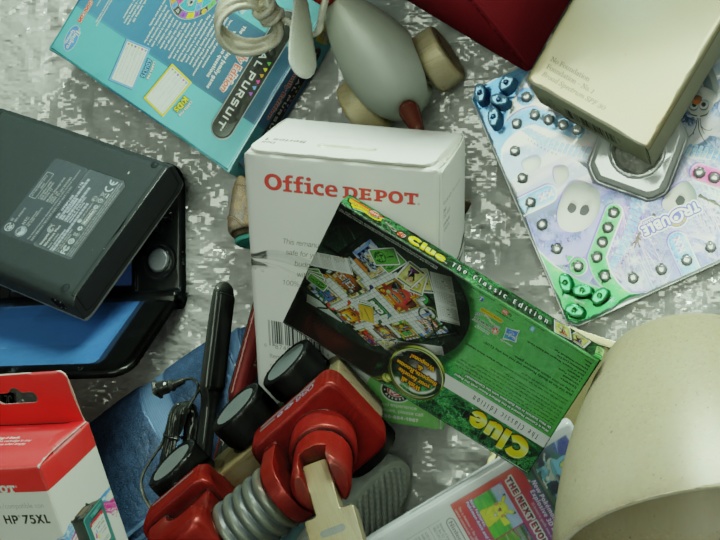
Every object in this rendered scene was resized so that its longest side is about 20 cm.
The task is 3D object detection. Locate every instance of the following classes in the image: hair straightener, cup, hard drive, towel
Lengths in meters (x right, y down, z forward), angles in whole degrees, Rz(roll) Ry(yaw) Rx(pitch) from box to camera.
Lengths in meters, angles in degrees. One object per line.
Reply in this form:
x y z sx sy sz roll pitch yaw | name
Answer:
-0.122 0.106 0.971 0.076 0.041 0.203 13 92 16 | hair straightener
0.217 0.115 0.823 0.197 0.201 0.145 -9 55 15 | cup
-0.259 -0.052 1.030 0.198 0.033 0.141 19 63 28 | hard drive
-0.148 0.138 1.014 0.199 0.048 0.113 -34 75 10 | towel

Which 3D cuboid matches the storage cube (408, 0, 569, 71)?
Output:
0.076 -0.282 0.916 0.199 0.179 0.172 35 94 27 | storage cube

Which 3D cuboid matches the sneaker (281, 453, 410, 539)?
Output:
-0.050 0.204 0.968 0.200 0.074 0.082 -47 51 -5 | sneaker

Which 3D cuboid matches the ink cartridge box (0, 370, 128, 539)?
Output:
-0.247 0.181 0.955 0.114 0.067 0.203 -6 111 26 | ink cartridge box

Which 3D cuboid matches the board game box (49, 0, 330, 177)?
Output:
-0.135 -0.191 1.048 0.199 0.047 0.152 34 94 17 | board game box

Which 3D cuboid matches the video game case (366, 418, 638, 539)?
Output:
0.118 0.236 0.899 0.181 0.023 0.202 -30 91 1 | video game case

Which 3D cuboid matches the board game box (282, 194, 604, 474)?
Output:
0.053 0.044 0.860 0.198 0.023 0.106 32 116 5 | board game box

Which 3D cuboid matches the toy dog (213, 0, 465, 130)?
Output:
-0.003 -0.166 0.939 0.133 0.198 0.097 -53 30 24 | toy dog

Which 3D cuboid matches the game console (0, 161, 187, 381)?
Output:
-0.250 -0.001 1.024 0.197 0.116 0.179 -3 84 15 | game console

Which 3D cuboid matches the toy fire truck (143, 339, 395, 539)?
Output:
-0.053 0.169 0.841 0.176 0.200 0.129 -40 103 12 | toy fire truck

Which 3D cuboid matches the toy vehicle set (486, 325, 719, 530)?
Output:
0.199 0.123 0.924 0.197 0.026 0.126 19 89 17 | toy vehicle set

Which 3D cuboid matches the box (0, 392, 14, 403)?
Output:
-0.355 0.202 1.015 0.122 0.148 0.204 -8 81 14 | box

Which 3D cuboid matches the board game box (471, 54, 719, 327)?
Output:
0.205 -0.090 0.948 0.198 0.026 0.203 -25 77 12 | board game box

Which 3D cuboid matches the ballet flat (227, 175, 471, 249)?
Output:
-0.013 -0.063 0.990 0.197 0.068 0.068 -6 75 14 | ballet flat

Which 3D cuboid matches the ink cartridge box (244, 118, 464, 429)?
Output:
0.000 0.000 0.923 0.144 0.084 0.203 7 115 16 | ink cartridge box

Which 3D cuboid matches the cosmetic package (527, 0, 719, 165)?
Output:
0.214 -0.190 0.906 0.103 0.073 0.202 30 93 17 | cosmetic package
